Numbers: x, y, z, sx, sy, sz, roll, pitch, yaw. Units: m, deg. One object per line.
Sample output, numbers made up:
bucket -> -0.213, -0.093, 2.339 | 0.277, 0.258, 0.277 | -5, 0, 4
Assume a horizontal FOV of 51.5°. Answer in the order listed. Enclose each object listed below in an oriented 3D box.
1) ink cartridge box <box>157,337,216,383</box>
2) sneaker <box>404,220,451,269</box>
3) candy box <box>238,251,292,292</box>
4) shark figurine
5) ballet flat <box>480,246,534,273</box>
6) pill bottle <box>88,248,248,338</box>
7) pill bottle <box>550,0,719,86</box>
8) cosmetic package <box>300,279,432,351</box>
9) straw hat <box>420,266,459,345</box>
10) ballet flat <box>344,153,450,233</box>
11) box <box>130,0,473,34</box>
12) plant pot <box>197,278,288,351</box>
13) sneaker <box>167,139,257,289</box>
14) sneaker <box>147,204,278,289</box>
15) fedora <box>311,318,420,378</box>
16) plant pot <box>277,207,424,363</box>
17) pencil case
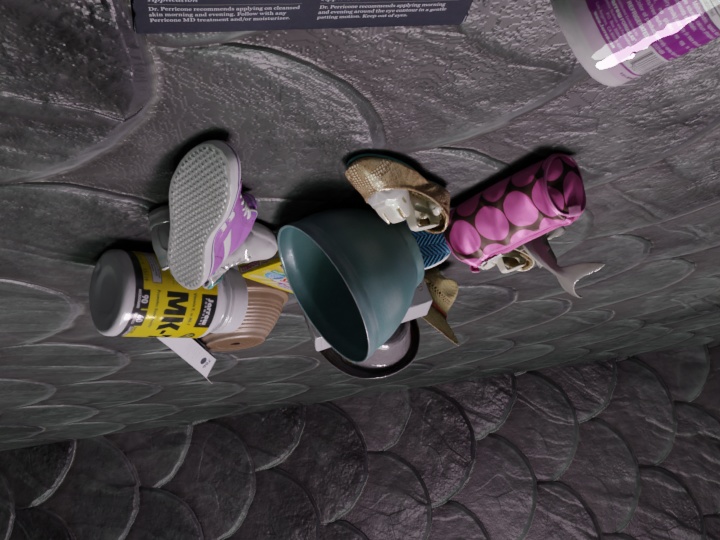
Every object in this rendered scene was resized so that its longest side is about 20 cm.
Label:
ink cartridge box -> -0.299, 0.108, 1.213 | 0.039, 0.099, 0.201 | -46, 149, -12
sneaker -> 0.046, -0.027, 1.100 | 0.197, 0.078, 0.080 | -10, 173, 26
candy box -> -0.098, 0.003, 1.185 | 0.101, 0.027, 0.199 | -16, 163, 22
shark figurine -> 0.267, -0.057, 1.065 | 0.126, 0.215, 0.091 | 22, 116, -8
ballet flat -> 0.212, -0.030, 1.181 | 0.198, 0.071, 0.069 | 7, 157, -44
pill bottle -> -0.263, 0.036, 1.043 | 0.198, 0.117, 0.113 | 6, 158, -44
pill bottle -> 0.232, -0.214, 0.488 | 0.198, 0.115, 0.111 | -23, 159, 39
cosmetic package -> 0.005, 0.045, 1.190 | 0.197, 0.103, 0.074 | -19, 160, -9
straw hat -> 0.127, 0.041, 1.323 | 0.085, 0.200, 0.201 | -50, 158, 2
ballet flat -> 0.055, -0.085, 0.903 | 0.070, 0.067, 0.198 | -21, 160, 35
box -> -0.022, -0.213, 0.357 | 0.196, 0.106, 0.182 | -6, 164, -14
plant pot -> -0.216, 0.079, 1.255 | 0.196, 0.095, 0.201 | -8, 164, -2
sneaker -> -0.154, -0.080, 0.827 | 0.114, 0.072, 0.202 | -46, 170, -43
sneaker -> -0.182, -0.019, 0.949 | 0.074, 0.090, 0.198 | -23, 160, 36
fedora -> 0.011, 0.085, 1.268 | 0.176, 0.199, 0.091 | -41, 158, -25
plant pot -> 0.000, 0.000, 0.983 | 0.133, 0.202, 0.200 | -31, 173, -23
pencil case -> 0.202, -0.072, 0.984 | 0.089, 0.096, 0.199 | 2, 159, -35
